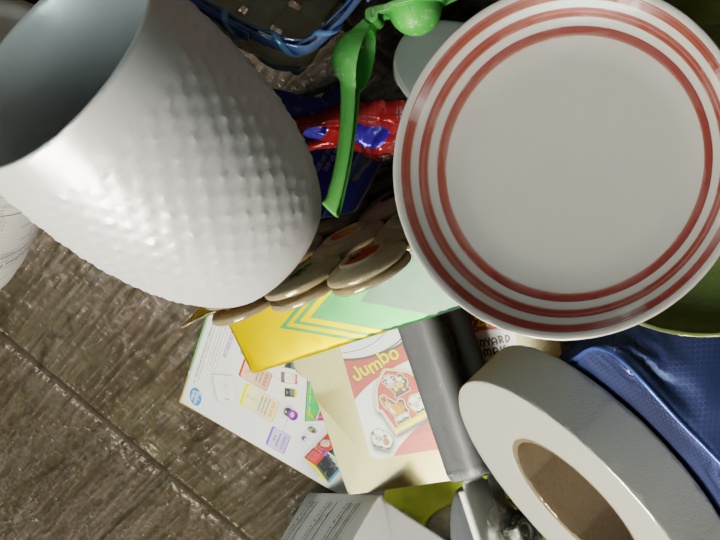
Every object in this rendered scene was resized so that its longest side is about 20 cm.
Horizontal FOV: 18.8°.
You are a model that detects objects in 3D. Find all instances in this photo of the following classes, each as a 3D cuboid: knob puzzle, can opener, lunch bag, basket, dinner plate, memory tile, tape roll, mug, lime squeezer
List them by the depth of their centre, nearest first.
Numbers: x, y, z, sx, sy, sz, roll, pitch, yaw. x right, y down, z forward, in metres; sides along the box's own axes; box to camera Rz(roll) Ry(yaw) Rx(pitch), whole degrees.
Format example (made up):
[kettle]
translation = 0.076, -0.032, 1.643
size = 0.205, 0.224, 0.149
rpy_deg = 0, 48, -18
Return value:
[dinner plate]
translation = 0.116, -0.060, 1.192
size = 0.200, 0.201, 0.024
rpy_deg = 16, 174, 21
[basket]
translation = -0.061, -0.206, 1.219
size = 0.176, 0.139, 0.200
rpy_deg = 33, 170, 2
[mug]
translation = -0.127, -0.063, 1.229
size = 0.200, 0.148, 0.175
rpy_deg = -3, 144, 48
[lime squeezer]
translation = 0.028, -0.129, 1.248
size = 0.071, 0.200, 0.038
rpy_deg = 44, -178, 31
[lunch bag]
translation = 0.203, 0.063, 1.291
size = 0.136, 0.132, 0.200
rpy_deg = 48, 164, 0
[tape roll]
translation = 0.141, 0.131, 1.302
size = 0.203, 0.037, 0.203
rpy_deg = 42, 162, 17
[memory tile]
translation = 0.007, -0.028, 1.310
size = 0.153, 0.200, 0.017
rpy_deg = -14, 109, 42
[can opener]
translation = 0.062, 0.117, 1.414
size = 0.067, 0.053, 0.201
rpy_deg = -16, 95, 41
[knob puzzle]
translation = 0.047, 0.040, 1.445
size = 0.219, 0.030, 0.220
rpy_deg = 6, 108, 20

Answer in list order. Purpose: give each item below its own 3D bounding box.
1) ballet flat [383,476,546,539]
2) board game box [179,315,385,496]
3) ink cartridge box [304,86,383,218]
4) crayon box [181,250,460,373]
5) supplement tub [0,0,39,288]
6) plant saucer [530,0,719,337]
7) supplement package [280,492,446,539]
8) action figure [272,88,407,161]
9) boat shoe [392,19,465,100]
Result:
[ballet flat]
translation = 0.105, 0.168, 1.487
size = 0.199, 0.067, 0.067
rpy_deg = -6, 136, 20
[board game box]
translation = -0.023, 0.088, 1.554
size = 0.200, 0.040, 0.153
rpy_deg = 30, 138, 7
[ink cartridge box]
translation = -0.066, -0.061, 1.401
size = 0.200, 0.100, 0.039
rpy_deg = -15, 125, 40
[crayon box]
translation = 0.000, 0.000, 1.360
size = 0.200, 0.127, 0.051
rpy_deg = -18, 106, 29
[supplement tub]
translation = -0.268, -0.082, 1.496
size = 0.132, 0.132, 0.200
rpy_deg = 36, 139, 0
[plant saucer]
translation = 0.193, -0.060, 1.195
size = 0.199, 0.201, 0.031
rpy_deg = 18, 175, 20
[supplement package]
translation = 0.026, 0.267, 1.535
size = 0.191, 0.147, 0.200
rpy_deg = 35, 167, -10
[action figure]
translation = -0.036, -0.090, 1.307
size = 0.199, 0.052, 0.065
rpy_deg = 10, 168, 2
[boat shoe]
translation = 0.119, -0.099, 1.276
size = 0.199, 0.071, 0.064
rpy_deg = 18, 172, 17
